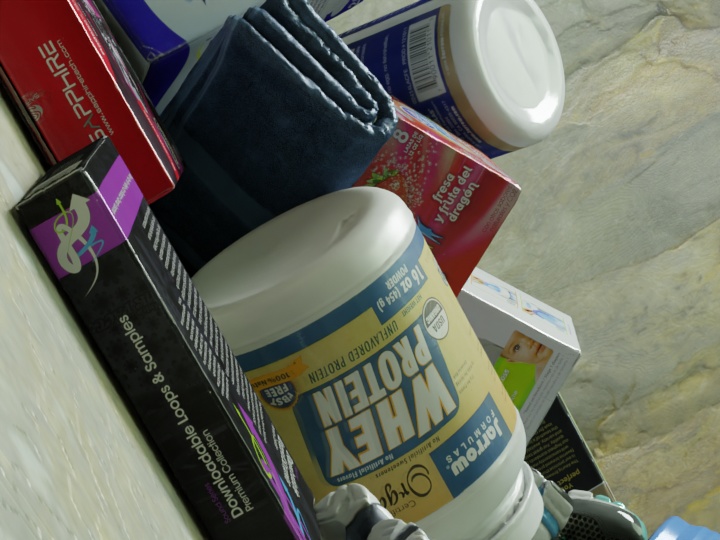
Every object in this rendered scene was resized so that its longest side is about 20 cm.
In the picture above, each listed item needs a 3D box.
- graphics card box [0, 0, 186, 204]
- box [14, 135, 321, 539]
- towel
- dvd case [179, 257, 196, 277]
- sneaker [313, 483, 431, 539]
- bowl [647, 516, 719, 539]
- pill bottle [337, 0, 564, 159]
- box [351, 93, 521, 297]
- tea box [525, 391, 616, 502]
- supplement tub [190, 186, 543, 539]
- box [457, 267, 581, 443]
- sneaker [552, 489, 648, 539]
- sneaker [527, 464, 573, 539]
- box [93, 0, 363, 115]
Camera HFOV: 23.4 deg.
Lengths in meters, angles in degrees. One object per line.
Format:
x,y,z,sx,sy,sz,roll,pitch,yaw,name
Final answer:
-0.141,-0.090,0.897,0.126,0.051,0.200,60,-1,-7,graphics card box
-0.076,0.043,0.740,0.201,0.036,0.143,60,1,-10,box
-0.065,-0.066,1.005,0.112,0.049,0.200,45,-41,0,towel
-0.099,0.022,1.255,0.143,0.018,0.200,60,0,-11,dvd case
0.026,0.177,0.748,0.130,0.079,0.199,52,-9,-12,sneaker
0.154,0.237,1.067,0.039,0.201,0.201,34,-9,17,bowl
0.029,-0.116,1.183,0.116,0.199,0.116,21,62,-45,pill bottle
0.000,0.000,1.074,0.095,0.200,0.100,28,10,-17,box
0.071,0.145,1.439,0.197,0.199,0.134,62,-1,-9,tea box
0.002,0.072,0.946,0.201,0.144,0.145,60,0,-17,supplement tub
0.041,0.045,1.238,0.199,0.113,0.101,29,12,-3,box
0.088,0.198,1.119,0.091,0.199,0.078,-80,159,-70,sneaker
0.029,0.156,1.070,0.199,0.087,0.075,1,-39,44,sneaker
-0.108,-0.219,1.067,0.184,0.200,0.105,54,-25,5,box
